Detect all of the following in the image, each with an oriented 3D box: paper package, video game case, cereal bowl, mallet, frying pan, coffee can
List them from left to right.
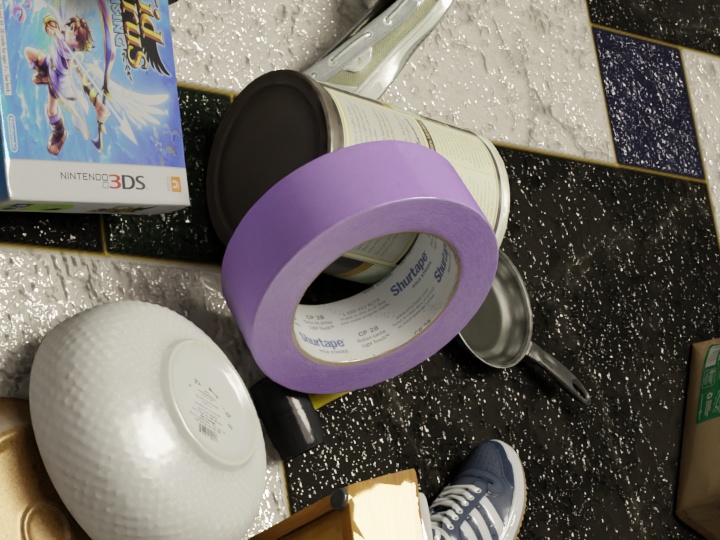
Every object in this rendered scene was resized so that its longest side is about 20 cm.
[{"bbox_3d":[-0.204,-0.142,1.433,0.181,0.045,0.201,-1,83,-53],"label":"video game case"},{"bbox_3d":[-0.132,0.107,1.414,0.200,0.083,0.201,42,32,-35],"label":"cereal bowl"},{"bbox_3d":[-0.017,0.082,1.617,0.066,0.041,0.200,60,38,-5],"label":"mallet"},{"bbox_3d":[0.000,-0.064,1.608,0.199,0.146,0.147,14,64,-42],"label":"coffee can"},{"bbox_3d":[0.133,0.042,1.786,0.190,0.031,0.116,25,56,-41],"label":"frying pan"},{"bbox_3d":[0.400,0.179,1.949,0.190,0.103,0.201,36,51,-30],"label":"paper package"}]

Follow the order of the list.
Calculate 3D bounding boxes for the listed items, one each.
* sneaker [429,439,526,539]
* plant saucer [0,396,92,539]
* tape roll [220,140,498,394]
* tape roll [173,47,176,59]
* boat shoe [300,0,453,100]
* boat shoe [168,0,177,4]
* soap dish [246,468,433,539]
[{"bbox_3d":[0.064,0.203,1.618,0.108,0.070,0.201,39,52,-30],"label":"sneaker"},{"bbox_3d":[-0.218,0.178,1.364,0.200,0.035,0.201,21,59,-39],"label":"plant saucer"},{"bbox_3d":[0.000,0.000,1.508,0.199,0.200,0.066,12,36,-42],"label":"tape roll"},{"bbox_3d":[-0.225,-0.173,1.508,0.202,0.037,0.204,20,59,-38],"label":"tape roll"},{"bbox_3d":[0.023,-0.216,1.717,0.065,0.074,0.202,39,81,-17],"label":"boat shoe"},{"bbox_3d":[-0.141,-0.273,1.602,0.074,0.076,0.200,39,28,-10],"label":"boat shoe"},{"bbox_3d":[-0.016,0.255,1.433,0.081,0.157,0.201,19,54,-38],"label":"soap dish"}]
